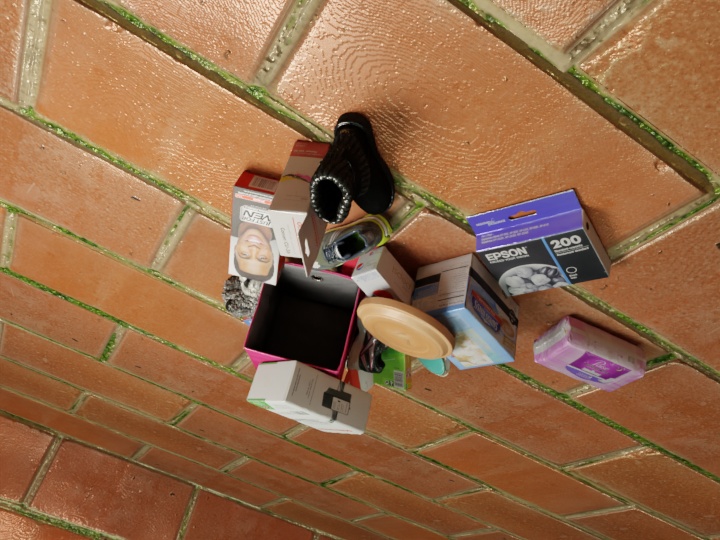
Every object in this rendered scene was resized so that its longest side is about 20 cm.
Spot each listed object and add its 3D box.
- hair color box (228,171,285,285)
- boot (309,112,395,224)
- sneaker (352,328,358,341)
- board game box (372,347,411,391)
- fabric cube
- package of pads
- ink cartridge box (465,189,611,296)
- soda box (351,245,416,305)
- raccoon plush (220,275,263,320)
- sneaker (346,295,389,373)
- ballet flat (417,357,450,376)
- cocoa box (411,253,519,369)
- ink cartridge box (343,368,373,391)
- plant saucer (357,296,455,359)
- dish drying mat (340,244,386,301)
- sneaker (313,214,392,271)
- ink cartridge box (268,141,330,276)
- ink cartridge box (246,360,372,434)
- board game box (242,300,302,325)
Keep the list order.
[{"bbox_3d":[-0.188,-0.076,1.160,0.101,0.061,0.201,13,127,2],"label":"hair color box"},{"bbox_3d":[-0.012,-0.126,0.992,0.079,0.159,0.212,-3,141,23],"label":"boot"},{"bbox_3d":[-0.023,0.185,1.491,0.088,0.074,0.200,21,154,-8],"label":"sneaker"},{"bbox_3d":[0.066,0.154,1.342,0.095,0.202,0.030,5,-168,43],"label":"board game box"},{"bbox_3d":[-0.112,0.122,1.296,0.195,0.201,0.200,13,158,5],"label":"fabric cube"},{"bbox_3d":[0.478,0.176,1.293,0.199,0.076,0.121,23,145,-11],"label":"package of pads"},{"bbox_3d":[0.313,-0.040,1.092,0.197,0.044,0.200,-14,134,34],"label":"ink cartridge box"},{"bbox_3d":[0.071,0.048,1.226,0.063,0.068,0.200,-17,126,36],"label":"soda box"},{"bbox_3d":[-0.213,0.051,1.388,0.133,0.097,0.200,-20,152,25],"label":"raccoon plush"},{"bbox_3d":[0.039,0.126,1.311,0.086,0.080,0.201,18,108,16],"label":"sneaker"},{"bbox_3d":[0.138,0.155,1.329,0.062,0.200,0.068,-7,122,-36],"label":"ballet flat"},{"bbox_3d":[0.209,0.087,1.222,0.133,0.132,0.200,-17,134,36],"label":"cocoa box"},{"bbox_3d":[0.009,0.235,1.432,0.057,0.201,0.163,7,144,11],"label":"ink cartridge box"},{"bbox_3d":[0.083,0.117,1.182,0.199,0.032,0.201,23,157,10],"label":"plant saucer"},{"bbox_3d":[0.000,0.000,1.278,0.076,0.018,0.200,15,144,1],"label":"dish drying mat"},{"bbox_3d":[-0.037,-0.046,1.159,0.199,0.081,0.074,-27,96,38],"label":"sneaker"},{"bbox_3d":[-0.096,-0.102,1.018,0.067,0.201,0.117,6,143,11],"label":"ink cartridge box"},{"bbox_3d":[-0.097,0.252,1.216,0.199,0.084,0.146,31,153,-31],"label":"ink cartridge box"},{"bbox_3d":[-0.185,0.125,1.511,0.199,0.020,0.103,-15,136,35],"label":"board game box"}]
